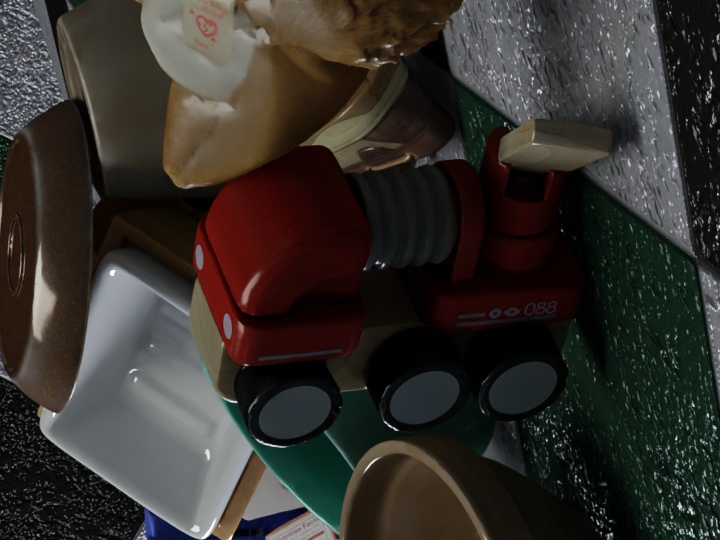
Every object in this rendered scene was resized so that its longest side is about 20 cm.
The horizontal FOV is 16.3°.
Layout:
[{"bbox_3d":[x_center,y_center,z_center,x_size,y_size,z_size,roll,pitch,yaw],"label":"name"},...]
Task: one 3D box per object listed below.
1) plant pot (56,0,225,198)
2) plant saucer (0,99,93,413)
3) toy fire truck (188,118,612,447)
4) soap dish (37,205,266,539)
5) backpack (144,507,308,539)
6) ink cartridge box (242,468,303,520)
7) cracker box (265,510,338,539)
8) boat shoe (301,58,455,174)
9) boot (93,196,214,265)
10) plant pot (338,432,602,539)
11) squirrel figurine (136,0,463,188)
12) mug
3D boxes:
[{"bbox_3d":[-0.094,-0.125,1.582,0.200,0.173,0.201,165,90,-79],"label":"plant pot"},{"bbox_3d":[-0.206,-0.009,1.601,0.200,0.034,0.201,-178,90,-72],"label":"plant saucer"},{"bbox_3d":[0.027,-0.018,1.119,0.129,0.175,0.200,-115,28,-43],"label":"toy fire truck"},{"bbox_3d":[-0.113,0.065,1.626,0.157,0.081,0.200,33,132,7],"label":"soap dish"},{"bbox_3d":[-0.059,0.227,1.844,0.163,0.199,0.169,84,177,-79],"label":"backpack"},{"bbox_3d":[-0.056,0.066,1.799,0.068,0.115,0.201,-99,-4,-83],"label":"ink cartridge box"},{"bbox_3d":[0.022,0.260,1.664,0.134,0.058,0.201,21,-136,-54],"label":"cracker box"},{"bbox_3d":[-0.001,-0.074,1.419,0.072,0.072,0.200,32,162,-13],"label":"boat shoe"},{"bbox_3d":[-0.097,0.016,1.686,0.144,0.201,0.071,-44,14,39],"label":"boot"},{"bbox_3d":[0.072,0.176,1.280,0.201,0.092,0.202,35,130,55],"label":"plant pot"},{"bbox_3d":[-0.001,-0.151,1.109,0.200,0.187,0.142,-11,113,44],"label":"squirrel figurine"},{"bbox_3d":[-0.007,0.055,1.428,0.185,0.114,0.152,43,161,20],"label":"mug"}]
